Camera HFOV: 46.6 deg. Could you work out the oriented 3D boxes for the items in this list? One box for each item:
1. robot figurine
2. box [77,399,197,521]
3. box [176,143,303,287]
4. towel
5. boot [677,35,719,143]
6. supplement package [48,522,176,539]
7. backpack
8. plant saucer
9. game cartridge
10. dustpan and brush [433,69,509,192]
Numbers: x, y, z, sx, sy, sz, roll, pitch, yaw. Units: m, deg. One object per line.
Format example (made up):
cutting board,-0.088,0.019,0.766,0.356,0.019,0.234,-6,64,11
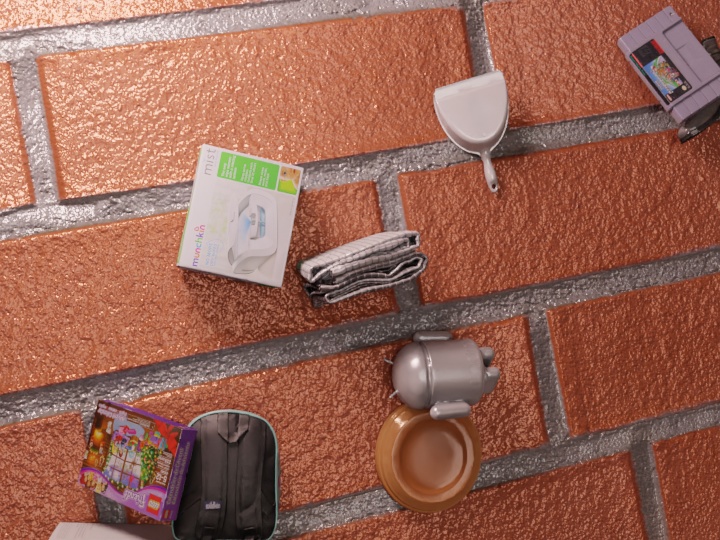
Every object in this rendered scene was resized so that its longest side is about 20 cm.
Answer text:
robot figurine,0.138,0.177,1.440,0.195,0.114,0.172,-3,49,-12
box,-0.350,0.292,1.303,0.197,0.039,0.140,9,84,34
box,-0.201,-0.087,1.392,0.173,0.097,0.205,13,85,-13
towel,0.000,0.000,1.395,0.196,0.165,0.087,-20,97,-12
boot,0.645,-0.348,1.609,0.200,0.070,0.132,-43,89,-18
supplement package,-0.385,0.469,1.310,0.195,0.117,0.120,5,85,-12
backpack,-0.211,0.322,1.336,0.172,0.153,0.205,2,88,-6
plant saucer,0.124,0.325,1.468,0.195,0.037,0.205,1,87,-11
game cartridge,0.591,-0.388,1.575,0.128,0.038,0.202,-31,77,-9
dustpan and brush,0.219,-0.243,1.517,0.137,0.057,0.204,-16,84,-1
